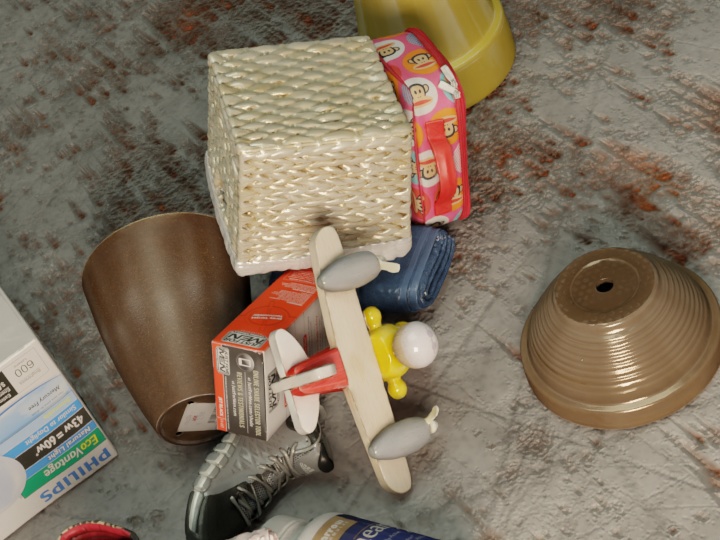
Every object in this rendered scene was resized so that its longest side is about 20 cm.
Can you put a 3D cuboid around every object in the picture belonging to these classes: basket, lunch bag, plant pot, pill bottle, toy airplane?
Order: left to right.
[{"bbox_3d":[-0.188,0.076,1.461,0.185,0.188,0.202,-23,54,4],"label":"plant pot"},{"bbox_3d":[-0.055,-0.124,1.443,0.197,0.162,0.199,-7,43,-14],"label":"basket"},{"bbox_3d":[0.002,0.274,1.194,0.198,0.112,0.112,8,51,32],"label":"pill bottle"},{"bbox_3d":[0.006,0.083,1.319,0.140,0.200,0.201,-18,41,27],"label":"toy airplane"},{"bbox_3d":[0.065,-0.149,1.520,0.081,0.202,0.177,-17,40,-13],"label":"lunch bag"},{"bbox_3d":[0.074,-0.322,1.703,0.198,0.190,0.202,-14,42,13],"label":"plant pot"},{"bbox_3d":[0.244,0.044,1.320,0.198,0.093,0.202,-14,42,13],"label":"plant pot"}]

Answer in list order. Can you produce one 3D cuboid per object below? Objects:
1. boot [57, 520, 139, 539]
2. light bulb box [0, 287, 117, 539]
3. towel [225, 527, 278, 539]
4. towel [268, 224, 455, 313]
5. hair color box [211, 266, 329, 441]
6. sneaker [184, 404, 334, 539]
[{"bbox_3d":[-0.180,0.305,1.222,0.199,0.152,0.073,19,55,41],"label":"boot"},{"bbox_3d":[-0.395,0.161,1.442,0.197,0.201,0.125,-37,44,-12],"label":"light bulb box"},{"bbox_3d":[-0.133,0.332,1.158,0.198,0.193,0.032,-19,7,8],"label":"towel"},{"bbox_3d":[0.000,0.000,1.520,0.197,0.049,0.112,3,49,28],"label":"towel"},{"bbox_3d":[-0.076,0.074,1.388,0.060,0.103,0.200,10,28,20],"label":"hair color box"},{"bbox_3d":[-0.088,0.199,1.345,0.114,0.076,0.201,3,48,26],"label":"sneaker"}]
